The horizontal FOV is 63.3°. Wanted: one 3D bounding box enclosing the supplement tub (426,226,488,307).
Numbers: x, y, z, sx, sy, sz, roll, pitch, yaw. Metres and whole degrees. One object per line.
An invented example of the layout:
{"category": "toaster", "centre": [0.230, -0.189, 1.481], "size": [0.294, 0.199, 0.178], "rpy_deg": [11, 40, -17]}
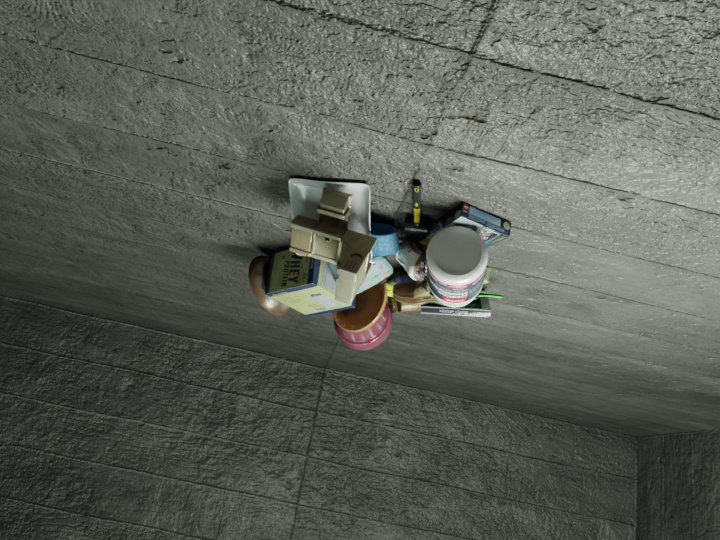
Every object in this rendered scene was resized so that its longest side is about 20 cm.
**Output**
{"category": "supplement tub", "centre": [0.225, -0.003, 1.381], "size": [0.138, 0.142, 0.200], "rpy_deg": [7, 159, 11]}

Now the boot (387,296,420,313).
{"category": "boot", "centre": [0.175, 0.094, 1.887], "size": [0.152, 0.075, 0.200], "rpy_deg": [-9, -169, -14]}

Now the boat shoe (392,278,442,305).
{"category": "boat shoe", "centre": [0.187, 0.051, 1.640], "size": [0.197, 0.077, 0.074], "rpy_deg": [0, 149, 13]}

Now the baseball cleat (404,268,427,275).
{"category": "baseball cleat", "centre": [0.192, 0.005, 1.579], "size": [0.069, 0.108, 0.199], "rpy_deg": [-9, 175, -34]}

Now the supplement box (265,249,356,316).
{"category": "supplement box", "centre": [-0.144, 0.031, 1.769], "size": [0.198, 0.136, 0.199], "rpy_deg": [-13, 149, 35]}

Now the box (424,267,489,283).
{"category": "box", "centre": [0.256, 0.016, 1.664], "size": [0.121, 0.048, 0.199], "rpy_deg": [21, 157, -24]}

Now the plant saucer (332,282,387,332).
{"category": "plant saucer", "centre": [0.001, 0.094, 1.786], "size": [0.198, 0.203, 0.037], "rpy_deg": [-4, 156, 36]}

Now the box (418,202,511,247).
{"category": "box", "centre": [0.246, -0.089, 1.403], "size": [0.135, 0.038, 0.200], "rpy_deg": [19, 158, -19]}

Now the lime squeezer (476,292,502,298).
{"category": "lime squeezer", "centre": [0.310, 0.051, 1.608], "size": [0.070, 0.038, 0.199], "rpy_deg": [-11, 149, 42]}

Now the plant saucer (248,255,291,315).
{"category": "plant saucer", "centre": [-0.265, 0.040, 1.824], "size": [0.036, 0.203, 0.200], "rpy_deg": [-25, 143, 28]}

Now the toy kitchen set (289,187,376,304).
{"category": "toy kitchen set", "centre": [-0.075, -0.066, 1.289], "size": [0.197, 0.181, 0.165], "rpy_deg": [16, 122, 9]}

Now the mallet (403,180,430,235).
{"category": "mallet", "centre": [0.139, -0.140, 1.338], "size": [0.065, 0.042, 0.201], "rpy_deg": [12, 156, 3]}

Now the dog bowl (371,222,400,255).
{"category": "dog bowl", "centre": [0.002, -0.085, 1.463], "size": [0.197, 0.050, 0.112], "rpy_deg": [6, -156, 13]}

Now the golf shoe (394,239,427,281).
{"category": "golf shoe", "centre": [0.124, -0.026, 1.466], "size": [0.091, 0.074, 0.200], "rpy_deg": [8, -163, 5]}

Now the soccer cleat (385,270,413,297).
{"category": "soccer cleat", "centre": [0.102, 0.058, 1.791], "size": [0.064, 0.085, 0.200], "rpy_deg": [-16, 172, -29]}

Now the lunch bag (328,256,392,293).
{"category": "lunch bag", "centre": [0.000, 0.000, 1.600], "size": [0.159, 0.078, 0.200], "rpy_deg": [-31, 161, 4]}

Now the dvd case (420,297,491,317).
{"category": "dvd case", "centre": [0.277, 0.095, 1.714], "size": [0.197, 0.025, 0.151], "rpy_deg": [3, -162, 6]}

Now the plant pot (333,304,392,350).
{"category": "plant pot", "centre": [-0.005, 0.137, 1.921], "size": [0.197, 0.203, 0.180], "rpy_deg": [5, 153, 18]}

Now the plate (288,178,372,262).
{"category": "plate", "centre": [-0.067, -0.122, 1.379], "size": [0.196, 0.032, 0.203], "rpy_deg": [7, 121, 15]}
